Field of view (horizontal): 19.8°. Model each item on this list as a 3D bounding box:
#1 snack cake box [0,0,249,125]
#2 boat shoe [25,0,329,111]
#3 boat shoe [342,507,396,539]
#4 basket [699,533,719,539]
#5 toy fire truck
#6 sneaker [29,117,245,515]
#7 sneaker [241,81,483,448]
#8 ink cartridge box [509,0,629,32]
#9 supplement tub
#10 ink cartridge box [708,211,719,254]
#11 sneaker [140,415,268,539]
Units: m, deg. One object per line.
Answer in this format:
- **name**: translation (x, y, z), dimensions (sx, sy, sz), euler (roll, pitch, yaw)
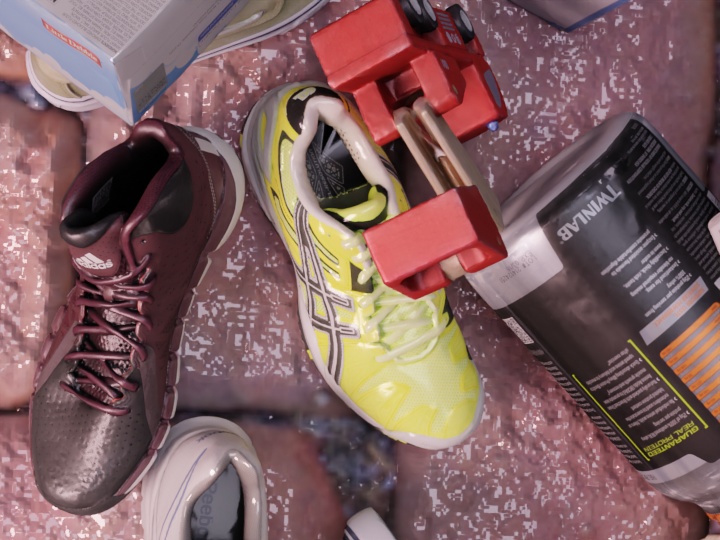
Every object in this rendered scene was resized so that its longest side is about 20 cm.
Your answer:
- **snack cake box**: translation (-0.150, -0.175, 0.980), dimensions (0.200, 0.067, 0.115), euler (36, 74, 16)
- **boat shoe**: translation (-0.074, -0.140, 1.036), dimensions (0.200, 0.062, 0.072), euler (-33, 93, -11)
- **boat shoe**: translation (0.017, 0.224, 1.030), dimensions (0.091, 0.071, 0.200), euler (-26, 89, -5)
- **basket**: translation (0.223, 0.257, 1.023), dimensions (0.200, 0.161, 0.198), euler (32, 81, -9)
- **toy fire truck**: translation (0.036, -0.061, 0.983), dimensions (0.049, 0.200, 0.141), euler (-27, 83, 17)
- **sneaker**: translation (-0.125, 0.016, 0.980), dimensions (0.076, 0.116, 0.200), euler (17, 85, 16)
- **sneaker**: translation (0.000, 0.000, 1.028), dimensions (0.075, 0.076, 0.200), euler (-30, 92, -12)
- **ink cartridge box**: translation (0.139, -0.232, 1.047), dimensions (0.076, 0.136, 0.200), euler (28, 82, -10)
- **supplement tub**: translation (0.156, 0.029, 1.043), dimensions (0.123, 0.123, 0.200), euler (-42, 96, -11)
- **ink cartridge box**: translation (0.282, 0.041, 0.997), dimensions (0.176, 0.045, 0.200), euler (-13, 74, -30)
- **sneaker**: translation (-0.080, 0.172, 1.005), dimensions (0.074, 0.087, 0.200), euler (1, 88, -13)
